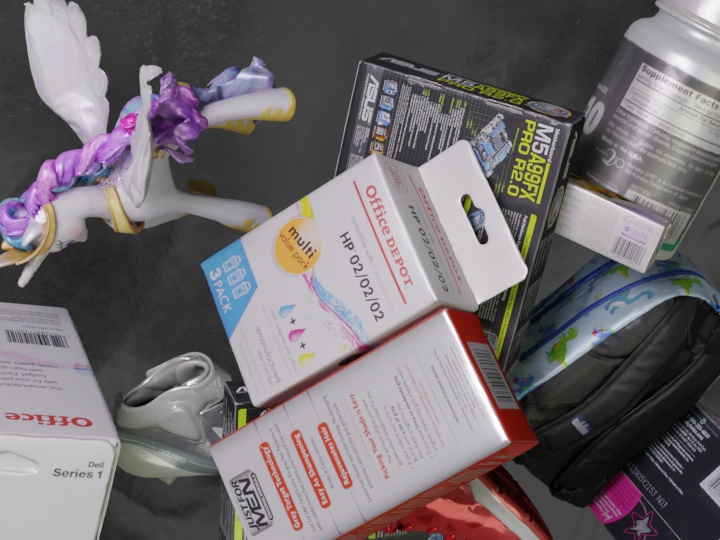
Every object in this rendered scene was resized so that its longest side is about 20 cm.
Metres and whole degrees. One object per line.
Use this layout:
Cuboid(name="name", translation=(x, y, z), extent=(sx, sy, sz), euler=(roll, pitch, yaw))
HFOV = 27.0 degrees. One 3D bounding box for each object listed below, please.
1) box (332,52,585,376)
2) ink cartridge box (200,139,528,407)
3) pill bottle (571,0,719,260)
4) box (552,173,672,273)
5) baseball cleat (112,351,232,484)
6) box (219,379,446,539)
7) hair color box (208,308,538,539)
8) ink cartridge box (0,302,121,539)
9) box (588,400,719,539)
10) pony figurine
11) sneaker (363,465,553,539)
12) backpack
Cuboid(name="box", translation=(0.057, -0.038, 1.078), extent=(0.160, 0.044, 0.200), euler=(18, 111, 16))
Cuboid(name="ink cartridge box", translation=(0.000, 0.000, 1.028), extent=(0.200, 0.115, 0.068), euler=(-31, 160, 23))
Cuboid(name="pill bottle", translation=(0.231, -0.118, 1.128), extent=(0.113, 0.113, 0.200), euler=(19, 107, -28))
Cuboid(name="box", translation=(0.127, -0.059, 1.091), extent=(0.200, 0.039, 0.041), euler=(25, 107, 14))
Cuboid(name="baseball cleat", translation=(-0.088, 0.113, 1.145), extent=(0.200, 0.070, 0.107), euler=(-4, 126, -19))
Cuboid(name="box", translation=(-0.010, 0.176, 1.143), extent=(0.193, 0.048, 0.200), euler=(-3, 109, -15))
Cuboid(name="hair color box", translation=(0.007, 0.117, 1.008), extent=(0.200, 0.102, 0.061), euler=(-31, 162, 19))
Cuboid(name="ink cartridge box", translation=(-0.254, 0.096, 0.999), extent=(0.145, 0.200, 0.084), euler=(6, 111, -24))
Cuboid(name="box", translation=(0.279, 0.197, 1.255), extent=(0.132, 0.200, 0.115), euler=(-44, 124, 5))
Cuboid(name="pony figurine", translation=(-0.145, -0.083, 0.995), extent=(0.200, 0.167, 0.193), euler=(-13, 132, -33))
Cuboid(name="sneaker", translation=(0.041, 0.172, 1.102), extent=(0.200, 0.078, 0.116), euler=(42, 99, -13))
Cuboid(name="backpack", translation=(0.203, 0.070, 1.209), extent=(0.200, 0.154, 0.163), euler=(-36, 124, 24))
